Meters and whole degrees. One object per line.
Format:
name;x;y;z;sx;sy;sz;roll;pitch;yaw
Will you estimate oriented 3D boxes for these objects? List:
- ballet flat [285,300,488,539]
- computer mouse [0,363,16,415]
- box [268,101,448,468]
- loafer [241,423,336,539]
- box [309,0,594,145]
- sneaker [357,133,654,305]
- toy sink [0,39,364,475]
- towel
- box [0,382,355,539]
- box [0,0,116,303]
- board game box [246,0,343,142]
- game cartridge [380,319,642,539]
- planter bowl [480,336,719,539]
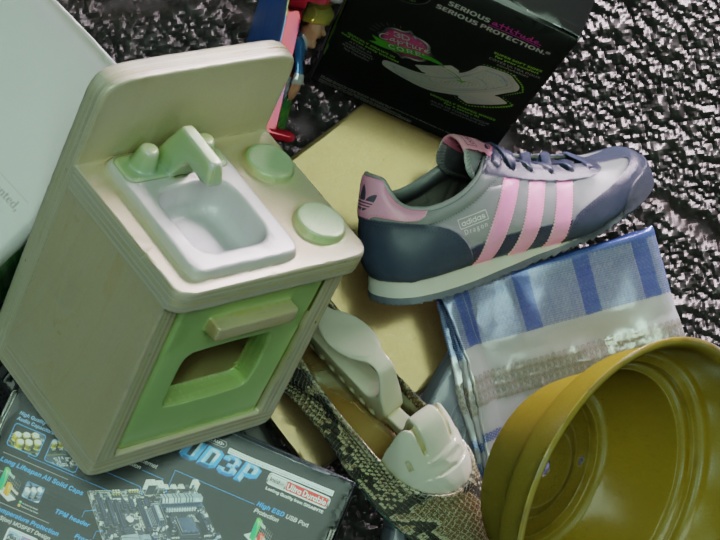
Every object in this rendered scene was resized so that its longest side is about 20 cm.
ballet flat;0.010;0.080;1.352;0.068;0.075;0.200;-30;68;-35
computer mouse;-0.164;0.056;1.382;0.138;0.053;0.200;42;79;4
box;0.000;0.000;1.436;0.200;0.021;0.164;-37;88;-9
loafer;-0.062;0.161;1.382;0.071;0.073;0.200;-27;76;-21
box;0.067;-0.181;1.365;0.124;0.200;0.149;24;71;-5
sneaker;0.087;-0.049;1.389;0.200;0.070;0.082;-24;113;-27
toy sink;-0.088;-0.004;1.243;0.130;0.200;0.112;-14;53;-42
towel;0.133;0.087;1.393;0.147;0.024;0.200;-15;90;-11
box;-0.123;0.153;1.317;0.200;0.046;0.159;23;79;0
box;-0.241;-0.086;1.333;0.171;0.199;0.200;-44;90;-10
board game box;-0.039;-0.126;1.359;0.039;0.200;0.158;12;47;-8
game cartridge;0.091;0.119;1.412;0.133;0.041;0.200;23;84;-13
planter bowl;0.127;0.121;1.317;0.200;0.083;0.201;-18;118;-38
